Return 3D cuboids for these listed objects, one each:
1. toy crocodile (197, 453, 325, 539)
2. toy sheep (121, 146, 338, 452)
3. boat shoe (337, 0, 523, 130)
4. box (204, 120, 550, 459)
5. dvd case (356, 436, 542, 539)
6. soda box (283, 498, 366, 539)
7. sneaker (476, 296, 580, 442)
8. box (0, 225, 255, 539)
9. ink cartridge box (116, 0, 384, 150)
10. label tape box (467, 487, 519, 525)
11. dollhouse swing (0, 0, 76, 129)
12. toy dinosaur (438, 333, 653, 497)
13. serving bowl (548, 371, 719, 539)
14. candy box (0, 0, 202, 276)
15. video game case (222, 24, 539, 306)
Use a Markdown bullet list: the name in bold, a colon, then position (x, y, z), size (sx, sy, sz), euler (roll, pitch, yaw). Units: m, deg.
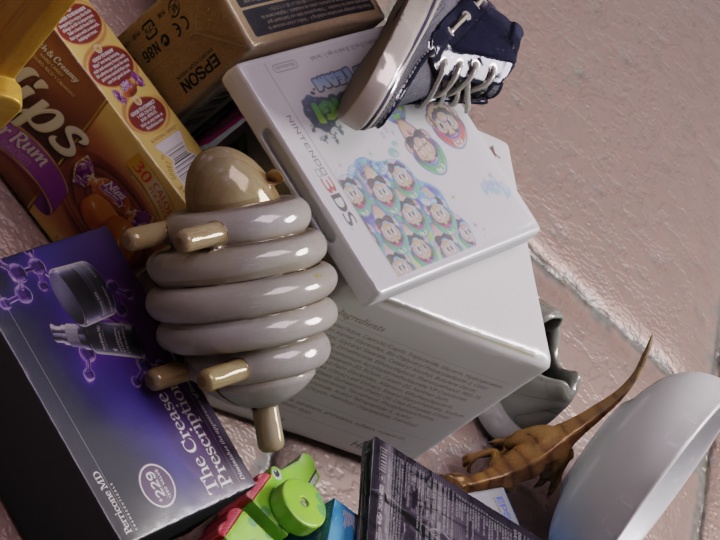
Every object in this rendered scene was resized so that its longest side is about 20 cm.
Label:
- **toy crocodile**: position (-0.079, 0.180, 1.669), size (0.062, 0.067, 0.200), euler (47, 37, -9)
- **toy sheep**: position (-0.077, 0.019, 1.633), size (0.138, 0.137, 0.201), euler (-19, 107, -53)
- **boat shoe**: position (0.055, -0.139, 1.740), size (0.093, 0.075, 0.200), euler (35, 39, -7)
- **box**: position (0.000, 0.000, 1.816), size (0.200, 0.171, 0.200), euler (21, 46, -37)
- **dvd case**: position (0.073, 0.218, 1.742), size (0.200, 0.016, 0.149), euler (33, 41, -29)
- **soda box**: position (-0.030, 0.252, 1.665), size (0.064, 0.068, 0.200), euler (38, 39, -24)
- **sneaker**: position (0.113, 0.031, 1.986), size (0.076, 0.092, 0.201), euler (-7, 66, -50)
- **box**: position (-0.178, 0.086, 1.629), size (0.141, 0.079, 0.200), euler (-22, 79, -51)
- **ink cartridge box**: position (-0.105, -0.145, 1.794), size (0.165, 0.200, 0.075), euler (-20, 76, -52)
- **label tape box**: position (0.089, 0.233, 1.818), size (0.200, 0.063, 0.145), euler (-4, 65, -49)
- **dollhouse swing**: position (-0.281, -0.207, 1.619), size (0.181, 0.176, 0.201), euler (5, 56, -19)
- **toy dinosaur**: position (0.143, 0.131, 1.908), size (0.200, 0.106, 0.061), euler (-31, 82, -11)
- **serving bowl**: position (0.202, 0.151, 1.918), size (0.066, 0.200, 0.200), euler (37, 34, 13)
- **candy box**: position (-0.190, -0.092, 1.726), size (0.200, 0.117, 0.056), euler (52, 36, -3)
- **video game case**: position (0.018, -0.078, 1.735), size (0.200, 0.024, 0.182), euler (-21, 75, -51)
